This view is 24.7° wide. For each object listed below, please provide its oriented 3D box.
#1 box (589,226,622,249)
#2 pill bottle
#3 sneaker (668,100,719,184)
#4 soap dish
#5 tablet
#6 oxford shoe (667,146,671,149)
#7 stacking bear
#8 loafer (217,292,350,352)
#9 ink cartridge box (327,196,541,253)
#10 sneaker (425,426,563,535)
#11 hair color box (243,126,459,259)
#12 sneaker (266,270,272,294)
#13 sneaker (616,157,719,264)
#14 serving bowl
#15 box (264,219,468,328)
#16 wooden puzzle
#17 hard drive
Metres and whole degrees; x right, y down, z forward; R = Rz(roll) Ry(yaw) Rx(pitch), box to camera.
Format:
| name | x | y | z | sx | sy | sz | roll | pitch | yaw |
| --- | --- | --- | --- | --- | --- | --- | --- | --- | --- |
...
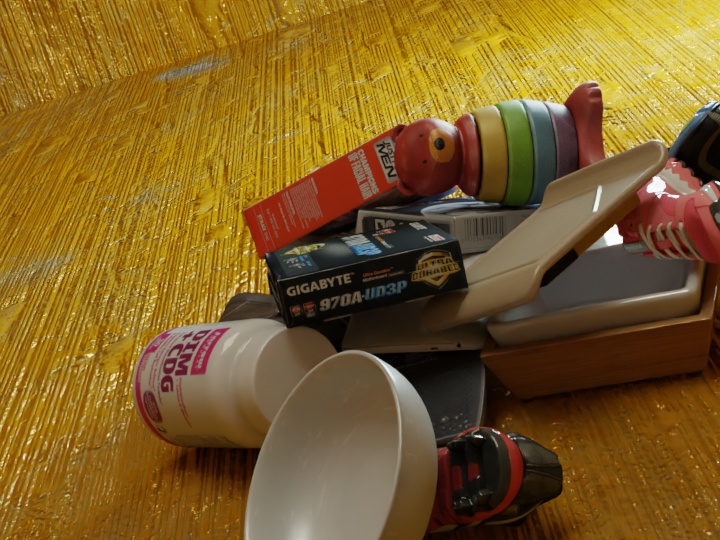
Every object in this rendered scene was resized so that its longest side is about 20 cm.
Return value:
| name | x | y | z | sx | sy | sz | roll | pitch | yaw |
| --- | --- | --- | --- | --- | --- | --- | --- | --- | --- |
| box | 0.247 | -0.021 | 1.601 | 0.082 | 0.049 | 0.200 | 7 | 28 | 25 |
| pill bottle | -0.109 | 0.101 | 1.461 | 0.113 | 0.114 | 0.200 | -31 | 14 | -35 |
| sneaker | 0.332 | -0.074 | 1.486 | 0.071 | 0.200 | 0.083 | -41 | 47 | -19 |
| soap dish | 0.216 | 0.040 | 1.429 | 0.200 | 0.081 | 0.157 | -10 | 20 | 20 |
| tablet | 0.059 | 0.027 | 1.515 | 0.130 | 0.014 | 0.200 | -2 | 24 | 9 |
| oxford shoe | 0.326 | -0.096 | 1.737 | 0.200 | 0.073 | 0.084 | 0 | 6 | 22 |
| stacking bear | 0.131 | -0.115 | 1.622 | 0.200 | 0.122 | 0.114 | -3 | -7 | -9 |
| loafer | -0.065 | 0.066 | 1.598 | 0.200 | 0.073 | 0.071 | -4 | 36 | 42 |
| ink cartridge box | 0.100 | -0.051 | 1.700 | 0.198 | 0.044 | 0.200 | -8 | 9 | -40 |
| sneaker | 0.075 | 0.163 | 1.230 | 0.098 | 0.071 | 0.200 | 7 | -18 | -34 |
| hair color box | -0.010 | -0.074 | 1.740 | 0.200 | 0.064 | 0.111 | -29 | -18 | 24 |
| sneaker | -0.032 | 0.017 | 1.723 | 0.081 | 0.074 | 0.200 | -24 | 16 | -20 |
| sneaker | 0.267 | -0.031 | 1.381 | 0.087 | 0.074 | 0.200 | -32 | 15 | 1 |
| serving bowl | -0.005 | 0.163 | 1.190 | 0.066 | 0.200 | 0.200 | 22 | -1 | -29 |
| box | 0.000 | 0.000 | 1.461 | 0.159 | 0.046 | 0.200 | -12 | 8 | -4 |
| wooden puzzle | 0.160 | -0.023 | 1.409 | 0.200 | 0.037 | 0.185 | -44 | 10 | -28 |
| hard drive | 0.047 | 0.113 | 1.417 | 0.135 | 0.042 | 0.200 | -15 | 24 | 10 |
